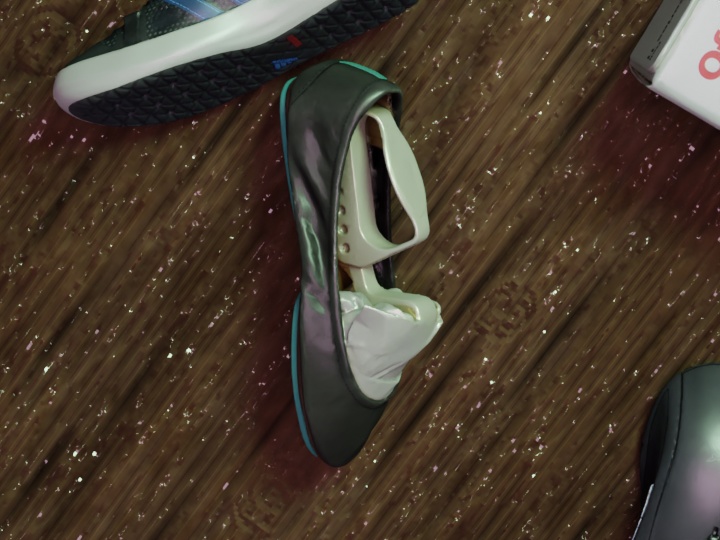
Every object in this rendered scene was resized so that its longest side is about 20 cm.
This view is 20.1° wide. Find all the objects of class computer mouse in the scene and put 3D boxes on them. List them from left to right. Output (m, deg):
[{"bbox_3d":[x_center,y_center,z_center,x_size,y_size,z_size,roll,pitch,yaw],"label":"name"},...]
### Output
[{"bbox_3d":[0.199,0.154,1.030,0.139,0.046,0.201,13,101,-2],"label":"computer mouse"}]

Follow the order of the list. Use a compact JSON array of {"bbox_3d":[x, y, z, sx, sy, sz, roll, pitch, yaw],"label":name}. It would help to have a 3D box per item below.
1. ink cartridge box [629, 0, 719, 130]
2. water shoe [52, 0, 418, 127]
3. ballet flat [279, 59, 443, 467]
[{"bbox_3d":[0.247,-0.105,0.960,0.199,0.083,0.147,30,100,-7],"label":"ink cartridge box"},{"bbox_3d":[-0.058,-0.134,0.970,0.199,0.072,0.079,-22,73,5],"label":"water shoe"},{"bbox_3d":[0.000,0.000,0.979,0.068,0.068,0.202,2,104,32],"label":"ballet flat"}]
